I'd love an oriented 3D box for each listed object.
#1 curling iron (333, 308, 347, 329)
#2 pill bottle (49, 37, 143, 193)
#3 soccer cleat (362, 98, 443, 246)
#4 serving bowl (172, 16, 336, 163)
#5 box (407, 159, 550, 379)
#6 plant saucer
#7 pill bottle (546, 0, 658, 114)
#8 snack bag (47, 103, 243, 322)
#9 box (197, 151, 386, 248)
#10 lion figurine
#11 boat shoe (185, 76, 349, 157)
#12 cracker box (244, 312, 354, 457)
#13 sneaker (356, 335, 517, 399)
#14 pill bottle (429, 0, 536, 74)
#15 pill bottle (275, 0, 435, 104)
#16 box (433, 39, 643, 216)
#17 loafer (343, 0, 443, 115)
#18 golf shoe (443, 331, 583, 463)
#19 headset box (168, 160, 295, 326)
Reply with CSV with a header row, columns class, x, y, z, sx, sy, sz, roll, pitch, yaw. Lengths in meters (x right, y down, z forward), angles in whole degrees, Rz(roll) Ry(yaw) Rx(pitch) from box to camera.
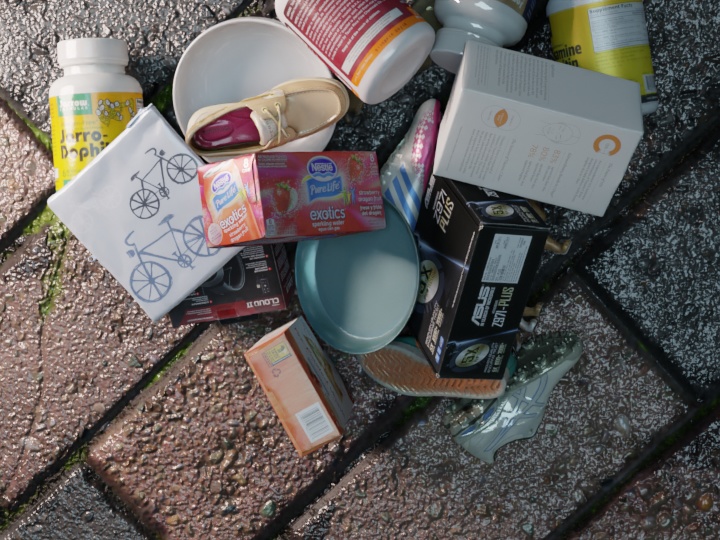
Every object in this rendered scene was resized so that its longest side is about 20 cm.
class,x,y,z,sx,sy,sz,roll,pitch,yaw
curling iron,0.056,0.017,1.451,0.200,0.026,0.050,-33,85,7
pill bottle,-0.318,-0.176,1.420,0.112,0.113,0.201,-2,94,4
soccer cleat,0.049,-0.113,1.419,0.086,0.070,0.201,10,96,5
serving bowl,-0.122,-0.213,1.413,0.199,0.066,0.201,3,116,5
box,0.123,-0.001,1.339,0.086,0.164,0.201,3,119,-19
plant saucer,0.000,0.000,1.408,0.200,0.027,0.201,2,93,42
pill bottle,0.279,-0.274,1.367,0.112,0.112,0.201,-10,94,5
snack bag,-0.243,-0.064,1.364,0.188,0.021,0.200,-40,101,16
box,-0.075,-0.082,1.320,0.100,0.200,0.096,-7,90,43
lion figurine,0.180,-0.012,1.419,0.122,0.072,0.201,24,101,12
boat shoe,-0.110,-0.170,1.358,0.199,0.069,0.074,-15,114,13
cracker box,-0.068,0.130,1.383,0.058,0.200,0.134,-29,92,5
sneaker,0.097,0.108,1.439,0.199,0.080,0.072,7,121,24
pill bottle,0.150,-0.327,1.341,0.111,0.111,0.201,20,85,2
pill bottle,-0.021,-0.291,1.310,0.113,0.113,0.200,-46,80,6
box,0.194,-0.156,1.288,0.199,0.098,0.125,14,135,-3
loafer,0.052,-0.259,1.403,0.067,0.076,0.200,41,95,-1
golf shoe,0.202,0.157,1.442,0.200,0.078,0.097,-37,111,9
headset box,-0.170,-0.027,1.419,0.148,0.077,0.201,-10,109,10
